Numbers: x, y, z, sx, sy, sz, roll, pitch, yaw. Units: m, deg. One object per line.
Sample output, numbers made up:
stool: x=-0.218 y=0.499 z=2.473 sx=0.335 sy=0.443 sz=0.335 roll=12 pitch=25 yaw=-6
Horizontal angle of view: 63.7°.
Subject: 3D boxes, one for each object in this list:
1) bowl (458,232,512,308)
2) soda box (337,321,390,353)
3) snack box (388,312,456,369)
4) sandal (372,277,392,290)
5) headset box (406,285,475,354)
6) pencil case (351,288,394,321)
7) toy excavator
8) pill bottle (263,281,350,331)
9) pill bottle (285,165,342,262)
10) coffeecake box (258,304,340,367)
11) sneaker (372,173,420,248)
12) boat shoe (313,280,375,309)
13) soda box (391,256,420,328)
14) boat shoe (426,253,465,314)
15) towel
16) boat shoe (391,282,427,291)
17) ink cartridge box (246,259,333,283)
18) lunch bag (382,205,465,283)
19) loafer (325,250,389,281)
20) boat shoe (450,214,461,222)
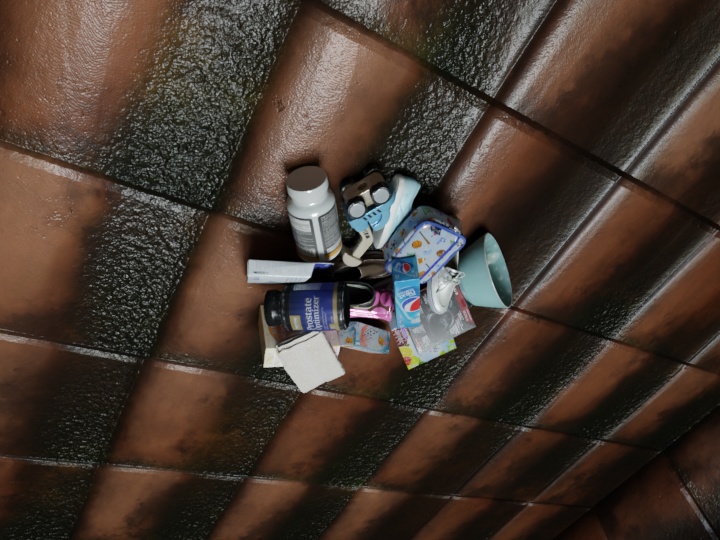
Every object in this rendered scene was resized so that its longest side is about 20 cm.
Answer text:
bowl: x=0.323 y=0.013 z=1.552 sx=0.103 sy=0.205 sz=0.201 roll=-18 pitch=137 yaw=26
soda box: x=0.010 y=0.188 z=1.614 sx=0.067 sy=0.066 sz=0.199 roll=-4 pitch=165 yaw=30
snack box: x=0.183 y=0.182 z=1.720 sx=0.165 sy=0.069 sz=0.202 roll=-23 pitch=134 yaw=1
sandal: x=0.086 y=0.061 z=1.594 sx=0.199 sy=0.050 sz=0.083 roll=-29 pitch=132 yaw=8
headset box: x=0.213 y=0.114 z=1.590 sx=0.196 sy=0.077 sz=0.152 roll=-26 pitch=94 yaw=2
pencil case: x=-0.006 y=0.090 z=1.531 sx=0.193 sy=0.094 sz=0.094 roll=3 pitch=112 yaw=-2
toy excavator: x=0.012 y=-0.117 z=1.378 sx=0.191 sy=0.101 sz=0.202 roll=-28 pitch=132 yaw=7
pill bottle: x=-0.126 y=0.087 z=1.385 sx=0.193 sy=0.114 sz=0.114 roll=-3 pitch=134 yaw=8
pill bottle: x=-0.107 y=-0.126 z=1.324 sx=0.113 sy=0.118 sz=0.204 roll=-13 pitch=133 yaw=-6
coffeecake box: x=-0.165 y=0.169 z=1.536 sx=0.194 sy=0.156 sz=0.074 roll=0 pitch=132 yaw=-18
sneaker: x=0.091 y=-0.134 z=1.411 sx=0.080 sy=0.075 sz=0.203 roll=8 pitch=129 yaw=-21
boat shoe: x=-0.058 y=0.058 z=1.465 sx=0.194 sy=0.076 sz=0.063 roll=4 pitch=160 yaw=-2
soda box: x=0.112 y=0.058 z=1.427 sx=0.062 sy=0.069 sz=0.203 roll=-7 pitch=141 yaw=1
boat shoe: x=0.227 y=0.010 z=1.485 sx=0.073 sy=0.085 sz=0.209 roll=9 pitch=87 yaw=-34
towel: x=-0.125 y=0.229 z=1.472 sx=0.129 sy=0.035 sz=0.202 roll=-23 pitch=132 yaw=3
boat shoe: x=0.178 y=0.016 z=1.547 sx=0.197 sy=0.070 sz=0.071 roll=-33 pitch=114 yaw=-6
ink cartridge box: x=-0.172 y=0.008 z=1.377 sx=0.193 sy=0.042 sz=0.199 roll=1 pitch=174 yaw=-11
lunch bag: x=0.158 y=-0.058 z=1.407 sx=0.157 sy=0.077 sz=0.200 roll=21 pitch=131 yaw=-28
loafer: x=0.000 y=0.000 z=1.499 sx=0.194 sy=0.072 sz=0.074 roll=-2 pitch=132 yaw=-16
boat shoe: x=0.160 y=-0.096 z=1.473 sx=0.196 sy=0.072 sz=0.077 roll=-27 pitch=122 yaw=7
